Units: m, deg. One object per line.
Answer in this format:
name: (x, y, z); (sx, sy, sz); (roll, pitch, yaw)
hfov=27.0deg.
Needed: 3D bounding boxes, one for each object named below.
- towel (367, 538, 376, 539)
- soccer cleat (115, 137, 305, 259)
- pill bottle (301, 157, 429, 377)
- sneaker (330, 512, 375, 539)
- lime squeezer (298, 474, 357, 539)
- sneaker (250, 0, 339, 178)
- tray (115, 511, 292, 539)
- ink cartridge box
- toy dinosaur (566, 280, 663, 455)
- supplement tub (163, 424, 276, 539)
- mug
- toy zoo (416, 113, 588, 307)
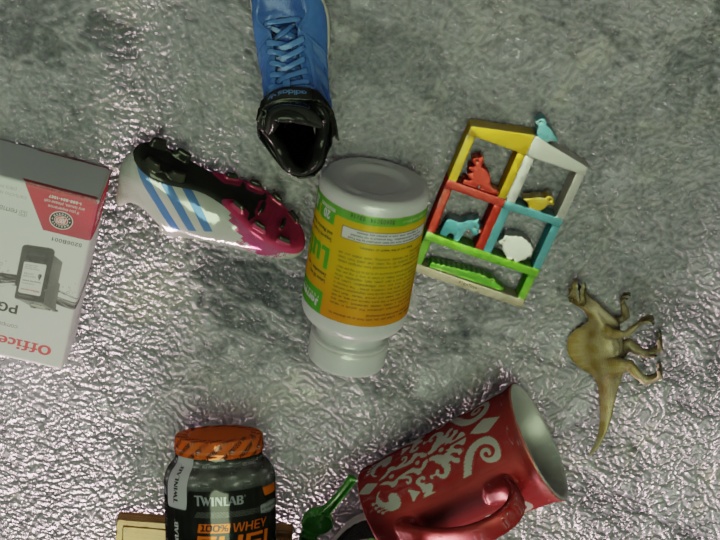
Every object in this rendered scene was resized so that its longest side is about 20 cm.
towel: (-0.037, 0.348, 1.571); (0.199, 0.031, 0.149); (-35, 150, 11)
soccer cleat: (-0.152, -0.058, 1.501); (0.198, 0.070, 0.087); (29, 129, -13)
pill bottle: (0.000, 0.000, 1.501); (0.109, 0.111, 0.202); (7, 117, -5)
sneaker: (-0.038, 0.372, 1.694); (0.073, 0.112, 0.201); (31, 113, -16)
lime squeezer: (-0.049, 0.310, 1.667); (0.037, 0.070, 0.202); (16, 99, -35)
sneaker: (-0.063, -0.185, 1.404); (0.076, 0.112, 0.202); (-5, 117, 1)
tray: (-0.178, 0.332, 1.695); (0.197, 0.037, 0.100); (5, 96, -5)
ink cartridge box: (-0.342, -0.016, 1.501); (0.143, 0.084, 0.202); (13, 116, -8)
toy dinosaur: (0.271, 0.093, 1.599); (0.100, 0.058, 0.203); (-6, 111, 19)
supplement tub: (-0.150, 0.274, 1.611); (0.121, 0.123, 0.203); (-2, 96, 0)
mug: (0.100, 0.223, 1.595); (0.198, 0.177, 0.135); (-27, 83, 17)
toy zoo: (0.144, -0.069, 1.520); (0.130, 0.021, 0.202); (17, 115, -10)
